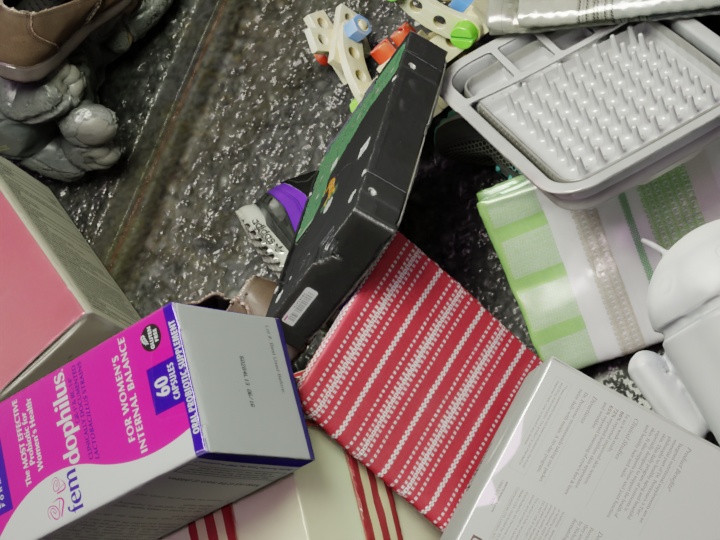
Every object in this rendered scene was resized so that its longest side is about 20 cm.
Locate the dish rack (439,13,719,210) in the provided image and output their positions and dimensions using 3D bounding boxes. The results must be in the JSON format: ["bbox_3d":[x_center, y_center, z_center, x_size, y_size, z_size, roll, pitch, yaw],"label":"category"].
[{"bbox_3d":[0.163,-0.115,1.338,0.171,0.044,0.200,-28,36,-9],"label":"dish rack"}]

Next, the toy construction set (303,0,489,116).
[{"bbox_3d":[0.030,-0.175,1.464,0.092,0.131,0.200,-50,13,-35],"label":"toy construction set"}]

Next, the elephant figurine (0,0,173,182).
[{"bbox_3d":[-0.239,-0.183,1.601,0.141,0.155,0.200,-28,46,49],"label":"elephant figurine"}]

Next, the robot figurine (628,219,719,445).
[{"bbox_3d":[0.262,0.049,1.287,0.169,0.113,0.200,-30,83,9],"label":"robot figurine"}]

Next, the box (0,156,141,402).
[{"bbox_3d":[-0.265,0.016,1.528,0.109,0.128,0.200,-42,61,5],"label":"box"}]

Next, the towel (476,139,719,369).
[{"bbox_3d":[0.196,-0.021,1.360,0.200,0.031,0.149,-21,96,10],"label":"towel"}]

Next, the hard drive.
[{"bbox_3d":[-0.001,-0.056,1.350,0.140,0.038,0.200,-52,15,41],"label":"hard drive"}]

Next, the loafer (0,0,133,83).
[{"bbox_3d":[-0.220,-0.225,1.518,0.073,0.071,0.200,21,48,8],"label":"loafer"}]

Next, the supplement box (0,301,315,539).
[{"bbox_3d":[-0.143,0.109,1.260,0.200,0.103,0.101,-30,64,33],"label":"supplement box"}]

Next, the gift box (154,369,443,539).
[{"bbox_3d":[-0.050,0.175,1.358,0.184,0.200,0.187,-26,67,27],"label":"gift box"}]

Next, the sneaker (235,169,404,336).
[{"bbox_3d":[0.000,0.000,1.458,0.099,0.070,0.200,-36,67,-9],"label":"sneaker"}]

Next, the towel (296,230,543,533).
[{"bbox_3d":[0.054,0.088,1.328,0.022,0.200,0.145,-7,46,56],"label":"towel"}]

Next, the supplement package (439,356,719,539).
[{"bbox_3d":[0.166,0.171,1.242,0.200,0.151,0.152,28,84,2],"label":"supplement package"}]

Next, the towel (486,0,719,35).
[{"bbox_3d":[0.180,-0.258,1.379,0.200,0.035,0.193,-4,68,21],"label":"towel"}]

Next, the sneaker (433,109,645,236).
[{"bbox_3d":[0.139,-0.067,1.420,0.200,0.078,0.091,10,80,27],"label":"sneaker"}]

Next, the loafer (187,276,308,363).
[{"bbox_3d":[-0.107,0.048,1.435,0.200,0.071,0.073,-28,20,44],"label":"loafer"}]
